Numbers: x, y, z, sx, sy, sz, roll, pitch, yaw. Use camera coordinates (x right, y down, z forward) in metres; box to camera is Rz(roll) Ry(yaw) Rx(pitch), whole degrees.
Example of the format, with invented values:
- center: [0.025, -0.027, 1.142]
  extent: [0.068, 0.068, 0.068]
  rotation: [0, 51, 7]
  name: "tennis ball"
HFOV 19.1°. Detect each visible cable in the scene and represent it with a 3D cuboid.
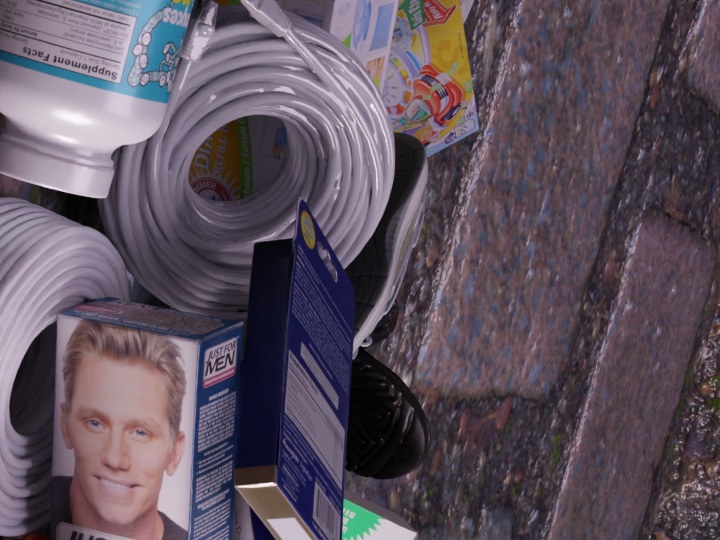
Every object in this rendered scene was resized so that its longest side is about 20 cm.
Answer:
- center: [-0.210, 0.060, 1.288]
  extent: [0.201, 0.069, 0.201]
  rotation: [-60, 155, -31]
  name: "cable"
- center: [-0.077, -0.070, 1.378]
  extent: [0.200, 0.069, 0.200]
  rotation: [34, 97, -33]
  name: "cable"

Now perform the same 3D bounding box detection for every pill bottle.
- center: [-0.153, -0.147, 1.218]
  extent: [0.111, 0.110, 0.201]
  rotation: [1, 106, -68]
  name: "pill bottle"

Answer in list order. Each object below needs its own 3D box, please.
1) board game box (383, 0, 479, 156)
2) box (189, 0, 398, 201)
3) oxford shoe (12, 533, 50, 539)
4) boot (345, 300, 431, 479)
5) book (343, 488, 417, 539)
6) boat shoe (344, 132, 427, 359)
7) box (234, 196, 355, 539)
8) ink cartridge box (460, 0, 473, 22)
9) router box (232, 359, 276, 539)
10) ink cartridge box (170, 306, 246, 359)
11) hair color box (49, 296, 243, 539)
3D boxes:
- center: [0.018, -0.151, 1.651]
  extent: [0.134, 0.034, 0.200]
  rotation: [-28, 145, -10]
  name: "board game box"
- center: [-0.053, -0.113, 1.504]
  extent: [0.112, 0.101, 0.201]
  rotation: [-29, 133, -61]
  name: "box"
- center: [-0.219, 0.226, 1.359]
  extent: [0.201, 0.072, 0.072]
  rotation: [92, 5, -55]
  name: "oxford shoe"
- center: [-0.007, 0.067, 1.621]
  extent: [0.158, 0.211, 0.080]
  rotation: [-16, 139, -61]
  name: "boot"
- center: [-0.067, 0.235, 1.479]
  extent: [0.133, 0.048, 0.201]
  rotation: [28, 97, -31]
  name: "book"
- center: [-0.001, -0.001, 1.481]
  extent: [0.065, 0.074, 0.203]
  rotation: [67, 38, -53]
  name: "boat shoe"
- center: [-0.038, 0.069, 1.318]
  extent: [0.121, 0.032, 0.201]
  rotation: [60, 29, -53]
  name: "box"
- center: [0.042, -0.233, 1.742]
  extent: [0.163, 0.050, 0.201]
  rotation: [75, 33, -54]
  name: "ink cartridge box"
- center: [-0.110, 0.184, 1.383]
  extent: [0.049, 0.179, 0.201]
  rotation: [13, 57, -41]
  name: "router box"
- center: [-0.100, 0.129, 1.531]
  extent: [0.048, 0.146, 0.201]
  rotation: [-9, 122, -18]
  name: "ink cartridge box"
- center: [-0.130, 0.125, 1.278]
  extent: [0.060, 0.099, 0.202]
  rotation: [-21, 117, -63]
  name: "hair color box"
